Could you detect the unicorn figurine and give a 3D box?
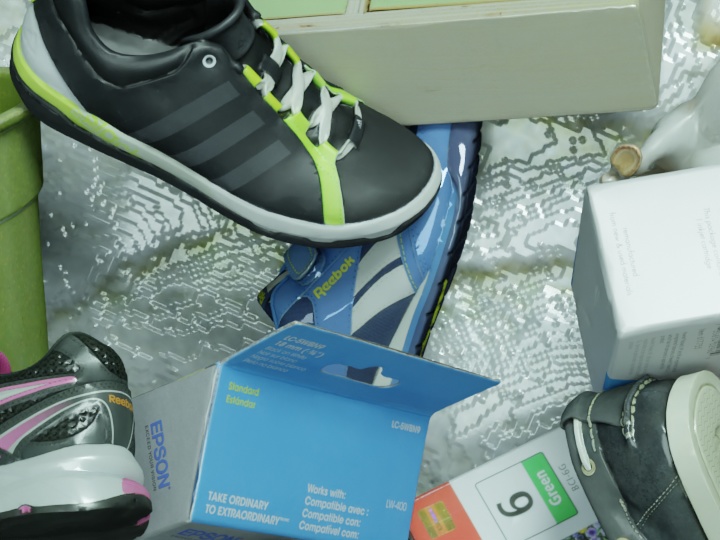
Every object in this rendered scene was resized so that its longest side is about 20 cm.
[{"bbox_3d":[0.184,-0.082,1.028,0.200,0.137,0.074,-28,88,27],"label":"unicorn figurine"}]

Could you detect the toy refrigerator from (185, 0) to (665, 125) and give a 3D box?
[{"bbox_3d":[0.030,-0.114,1.035,0.199,0.076,0.070,-3,139,16],"label":"toy refrigerator"}]

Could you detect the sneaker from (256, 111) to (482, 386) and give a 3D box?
[{"bbox_3d":[0.000,0.000,1.076,0.082,0.074,0.201,22,97,7],"label":"sneaker"}]

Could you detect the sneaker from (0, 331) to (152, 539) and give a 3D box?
[{"bbox_3d":[-0.167,0.075,0.962,0.199,0.080,0.087,-10,67,26],"label":"sneaker"}]

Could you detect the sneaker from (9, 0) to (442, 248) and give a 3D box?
[{"bbox_3d":[-0.054,-0.074,0.985,0.199,0.072,0.083,19,139,-10],"label":"sneaker"}]

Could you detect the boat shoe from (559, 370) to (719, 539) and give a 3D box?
[{"bbox_3d":[0.140,0.134,0.979,0.067,0.072,0.201,-11,112,25],"label":"boat shoe"}]

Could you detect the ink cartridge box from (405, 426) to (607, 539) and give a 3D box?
[{"bbox_3d":[0.071,0.142,1.040,0.200,0.050,0.109,-25,61,-10],"label":"ink cartridge box"}]

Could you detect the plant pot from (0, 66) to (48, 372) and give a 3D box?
[{"bbox_3d":[-0.217,0.025,1.063,0.199,0.200,0.191,-8,107,8],"label":"plant pot"}]

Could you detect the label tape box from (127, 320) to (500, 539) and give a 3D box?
[{"bbox_3d":[-0.054,0.095,0.999,0.200,0.144,0.064,-24,65,33],"label":"label tape box"}]

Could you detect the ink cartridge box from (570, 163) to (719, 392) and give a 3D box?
[{"bbox_3d":[0.193,-0.002,0.970,0.199,0.116,0.068,-9,70,-2],"label":"ink cartridge box"}]
